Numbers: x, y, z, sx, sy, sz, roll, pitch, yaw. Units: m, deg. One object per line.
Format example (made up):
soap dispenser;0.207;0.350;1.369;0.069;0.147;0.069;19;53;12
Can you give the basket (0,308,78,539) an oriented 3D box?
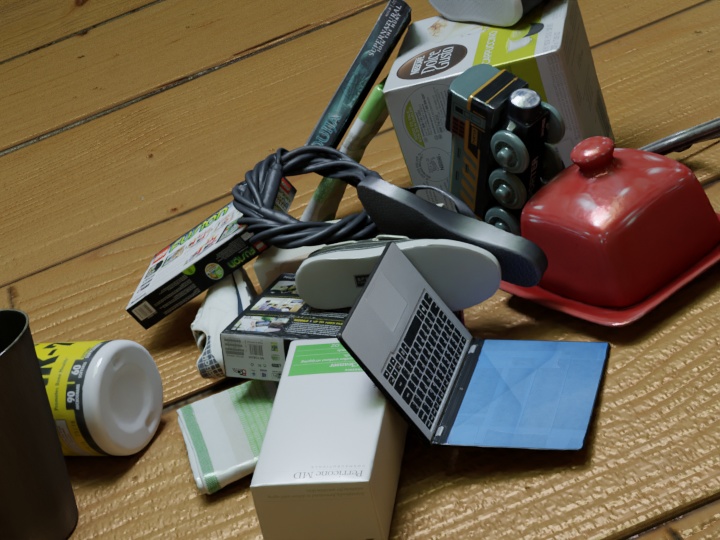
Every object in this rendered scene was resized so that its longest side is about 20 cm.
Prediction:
basket;-0.350;0.166;1.554;0.180;0.201;0.136;-29;26;-19

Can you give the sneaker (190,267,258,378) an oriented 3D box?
sneaker;-0.144;0.047;1.794;0.080;0.077;0.200;-29;23;5

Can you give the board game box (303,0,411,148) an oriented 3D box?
board game box;-0.004;-0.207;1.876;0.201;0.028;0.135;-60;0;2

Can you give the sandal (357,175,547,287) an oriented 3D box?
sandal;0.089;-0.041;1.624;0.199;0.076;0.043;24;62;13

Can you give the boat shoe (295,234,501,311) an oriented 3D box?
boat shoe;0.038;-0.005;1.615;0.198;0.071;0.064;0;25;12

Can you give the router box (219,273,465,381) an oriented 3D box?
router box;-0.015;0.058;1.636;0.199;0.051;0.149;4;25;22

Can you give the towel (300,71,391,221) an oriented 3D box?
towel;-0.009;-0.125;1.894;0.201;0.031;0.149;-59;1;18

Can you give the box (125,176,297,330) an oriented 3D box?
box;-0.161;-0.022;1.821;0.199;0.035;0.110;-32;22;31

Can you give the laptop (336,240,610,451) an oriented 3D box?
laptop;0.104;0.062;1.483;0.116;0.200;0.187;-34;13;28

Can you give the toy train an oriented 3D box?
toy train;0.138;-0.112;1.688;0.114;0.201;0.085;34;57;27

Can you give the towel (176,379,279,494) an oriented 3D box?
towel;-0.070;0.141;1.608;0.199;0.031;0.149;-20;27;-5

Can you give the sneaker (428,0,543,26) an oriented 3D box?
sneaker;0.144;-0.319;1.840;0.099;0.071;0.200;-29;31;-23

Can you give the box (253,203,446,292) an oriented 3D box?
box;0.000;0.000;1.750;0.199;0.095;0.078;-9;28;25

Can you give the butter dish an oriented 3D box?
butter dish;0.240;-0.059;1.626;0.199;0.149;0.200;-32;27;-24

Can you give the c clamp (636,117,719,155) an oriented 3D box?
c clamp;0.336;-0.138;1.740;0.170;0.027;0.200;-18;0;-11

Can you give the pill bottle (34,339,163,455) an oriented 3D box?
pill bottle;-0.308;0.129;1.696;0.199;0.115;0.114;-4;30;30

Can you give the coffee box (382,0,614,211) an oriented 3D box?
coffee box;0.155;-0.167;1.837;0.196;0.201;0.200;-11;26;18

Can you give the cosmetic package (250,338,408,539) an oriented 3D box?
cosmetic package;-0.021;0.149;1.456;0.107;0.085;0.200;-4;33;11

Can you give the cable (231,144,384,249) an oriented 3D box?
cable;-0.052;-0.070;1.729;0.162;0.051;0.200;-15;34;-15
